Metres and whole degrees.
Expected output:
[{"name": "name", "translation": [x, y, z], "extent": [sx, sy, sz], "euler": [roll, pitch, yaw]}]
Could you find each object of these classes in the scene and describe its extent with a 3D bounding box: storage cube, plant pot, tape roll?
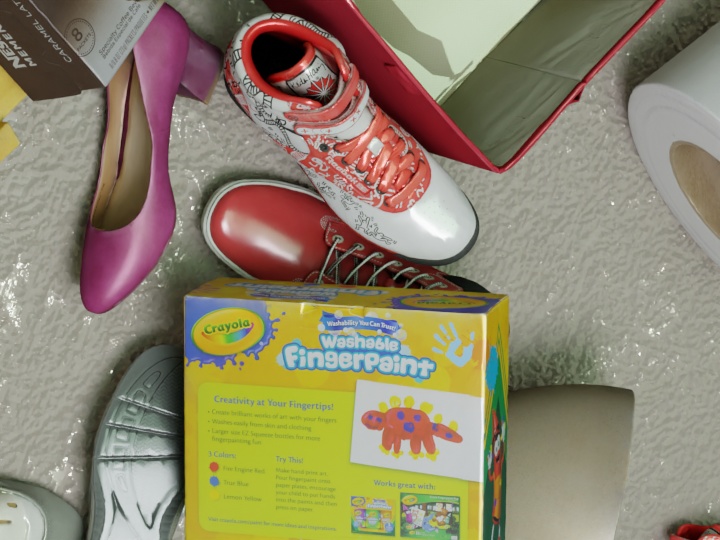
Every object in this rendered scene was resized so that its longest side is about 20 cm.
[{"name": "storage cube", "translation": [0.056, -0.189, 1.712], "extent": [0.171, 0.180, 0.200], "euler": [-47, 115, -10]}, {"name": "plant pot", "translation": [0.099, 0.166, 1.799], "extent": [0.134, 0.200, 0.201], "euler": [12, 95, 2]}, {"name": "tape roll", "translation": [0.301, -0.087, 1.828], "extent": [0.139, 0.203, 0.203], "euler": [-38, 112, -13]}]

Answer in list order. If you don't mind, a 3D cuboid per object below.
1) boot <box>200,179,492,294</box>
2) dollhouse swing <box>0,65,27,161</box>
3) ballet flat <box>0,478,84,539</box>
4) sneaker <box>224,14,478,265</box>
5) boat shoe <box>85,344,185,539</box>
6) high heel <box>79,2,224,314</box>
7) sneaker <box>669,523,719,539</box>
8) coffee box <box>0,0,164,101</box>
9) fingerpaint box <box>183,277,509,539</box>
[{"name": "boot", "translation": [0.000, 0.000, 1.741], "extent": [0.200, 0.144, 0.073], "euler": [24, 90, -25]}, {"name": "dollhouse swing", "translation": [-0.308, -0.151, 1.639], "extent": [0.181, 0.176, 0.200], "euler": [-21, 114, 25]}, {"name": "ballet flat", "translation": [-0.265, 0.162, 1.698], "extent": [0.200, 0.064, 0.068], "euler": [17, 92, -26]}, {"name": "sneaker", "translation": [-0.006, -0.082, 1.663], "extent": [0.201, 0.108, 0.067], "euler": [43, 81, 3]}, {"name": "boat shoe", "translation": [-0.148, 0.148, 1.754], "extent": [0.074, 0.065, 0.203], "euler": [10, 90, -12]}, {"name": "high heel", "translation": [-0.159, -0.077, 1.691], "extent": [0.096, 0.067, 0.200], "euler": [30, 72, -47]}, {"name": "sneaker", "translation": [0.223, 0.249, 1.928], "extent": [0.201, 0.067, 0.108], "euler": [-16, 105, -24]}, {"name": "coffee box", "translation": [-0.164, -0.218, 1.622], "extent": [0.114, 0.080, 0.200], "euler": [49, 57, -29]}, {"name": "fingerpaint box", "translation": [-0.008, 0.095, 1.686], "extent": [0.199, 0.073, 0.167], "euler": [3, 100, 16]}]
